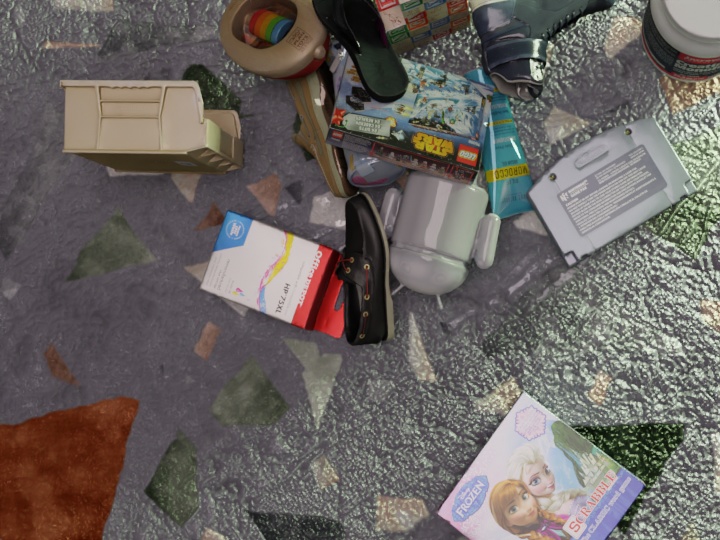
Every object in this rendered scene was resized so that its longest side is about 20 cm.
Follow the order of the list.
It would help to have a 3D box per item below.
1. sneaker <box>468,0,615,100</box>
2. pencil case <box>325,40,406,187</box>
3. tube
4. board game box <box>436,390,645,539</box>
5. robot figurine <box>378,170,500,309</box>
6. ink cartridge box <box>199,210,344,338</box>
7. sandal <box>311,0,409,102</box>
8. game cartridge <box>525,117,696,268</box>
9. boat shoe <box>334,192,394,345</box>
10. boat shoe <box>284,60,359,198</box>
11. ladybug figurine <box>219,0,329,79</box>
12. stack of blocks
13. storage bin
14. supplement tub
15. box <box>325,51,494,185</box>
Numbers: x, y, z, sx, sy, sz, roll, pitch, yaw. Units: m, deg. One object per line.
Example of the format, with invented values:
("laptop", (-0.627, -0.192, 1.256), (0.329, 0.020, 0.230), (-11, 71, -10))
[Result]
("sneaker", (0.251, -0.303, 1.554), (0.199, 0.077, 0.148), (-9, 77, -5))
("pencil case", (0.007, -0.213, 1.575), (0.082, 0.091, 0.203), (-14, 72, 11))
("tube", (0.186, -0.172, 1.583), (0.076, 0.050, 0.203), (-13, 85, -18))
("board game box", (0.235, 0.298, 1.542), (0.199, 0.041, 0.201), (36, 91, 10))
("robot figurine", (0.102, -0.055, 1.554), (0.168, 0.113, 0.203), (16, 88, 21))
("ink cartridge box", (-0.104, 0.007, 1.603), (0.198, 0.067, 0.118), (20, 89, 9))
("sandal", (0.005, -0.308, 1.499), (0.075, 0.048, 0.202), (-24, 71, -21))
("game cartridge", (0.327, -0.110, 1.557), (0.198, 0.042, 0.134), (-30, 79, 0))
("boat shoe", (0.001, 0.000, 1.557), (0.062, 0.074, 0.204), (-10, 103, -22))
("boat shoe", (-0.058, -0.188, 1.619), (0.075, 0.072, 0.203), (-20, 75, 20))
("ladybug figurine", (-0.110, -0.319, 1.600), (0.136, 0.072, 0.199), (-50, 50, -3))
("stack of blocks", (0.079, -0.353, 1.537), (0.114, 0.200, 0.059), (-20, 83, 5))
("storage bin", (-0.273, -0.189, 1.576), (0.195, 0.200, 0.095), (1, 87, 8))
("supplement tub", (0.431, -0.326, 1.481), (0.138, 0.200, 0.143), (-1, 86, 9))
("box", (0.065, -0.200, 1.509), (0.197, 0.040, 0.138), (16, 62, -4))
